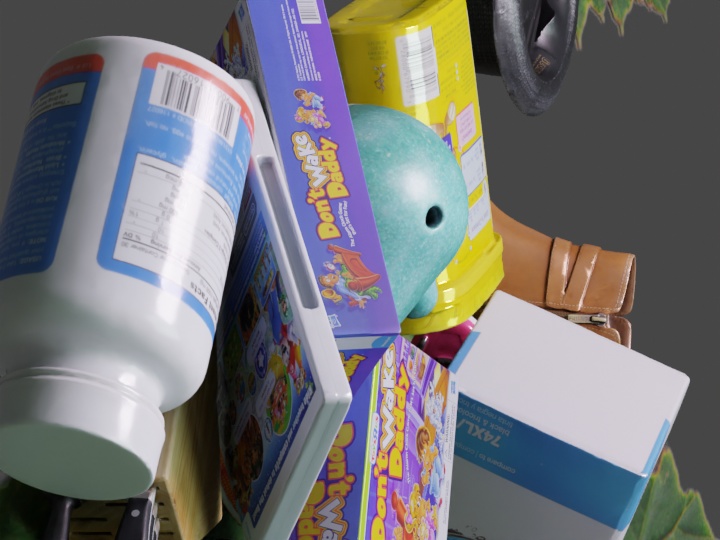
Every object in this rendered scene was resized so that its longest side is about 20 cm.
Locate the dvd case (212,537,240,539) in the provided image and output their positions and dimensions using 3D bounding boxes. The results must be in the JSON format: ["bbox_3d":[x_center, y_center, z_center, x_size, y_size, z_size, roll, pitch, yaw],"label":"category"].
[{"bbox_3d":[-0.084,0.274,1.464,0.201,0.025,0.151,-69,152,-44],"label":"dvd case"}]

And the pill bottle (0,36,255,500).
[{"bbox_3d":[-0.119,0.000,1.238,0.112,0.111,0.201,59,36,-55],"label":"pill bottle"}]

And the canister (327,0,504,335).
[{"bbox_3d":[0.032,-0.076,1.715,0.149,0.086,0.202,-44,129,-64],"label":"canister"}]

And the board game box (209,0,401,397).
[{"bbox_3d":[-0.040,-0.026,1.368,0.135,0.044,0.201,123,-41,-55],"label":"board game box"}]

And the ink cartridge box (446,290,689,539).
[{"bbox_3d":[0.103,0.151,1.716,0.147,0.145,0.201,-52,165,-61],"label":"ink cartridge box"}]

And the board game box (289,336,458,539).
[{"bbox_3d":[0.005,0.142,1.451,0.134,0.044,0.202,36,57,-63],"label":"board game box"}]

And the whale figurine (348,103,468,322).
[{"bbox_3d":[0.000,0.000,1.572,0.159,0.103,0.201,25,77,-43],"label":"whale figurine"}]

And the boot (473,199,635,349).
[{"bbox_3d":[0.118,-0.012,1.852,0.074,0.154,0.202,-24,112,-69],"label":"boot"}]

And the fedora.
[{"bbox_3d":[0.094,-0.208,1.882,0.200,0.091,0.202,-1,90,-71],"label":"fedora"}]

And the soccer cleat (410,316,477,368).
[{"bbox_3d":[0.066,0.110,1.844,0.086,0.069,0.201,-58,150,-62],"label":"soccer cleat"}]

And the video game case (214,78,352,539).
[{"bbox_3d":[-0.055,0.025,1.326,0.144,0.018,0.201,115,-34,-48],"label":"video game case"}]

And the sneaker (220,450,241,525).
[{"bbox_3d":[-0.054,0.051,1.478,0.073,0.077,0.202,-33,122,-69],"label":"sneaker"}]

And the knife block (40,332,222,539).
[{"bbox_3d":[-0.116,0.090,1.273,0.176,0.063,0.202,-29,118,-81],"label":"knife block"}]
